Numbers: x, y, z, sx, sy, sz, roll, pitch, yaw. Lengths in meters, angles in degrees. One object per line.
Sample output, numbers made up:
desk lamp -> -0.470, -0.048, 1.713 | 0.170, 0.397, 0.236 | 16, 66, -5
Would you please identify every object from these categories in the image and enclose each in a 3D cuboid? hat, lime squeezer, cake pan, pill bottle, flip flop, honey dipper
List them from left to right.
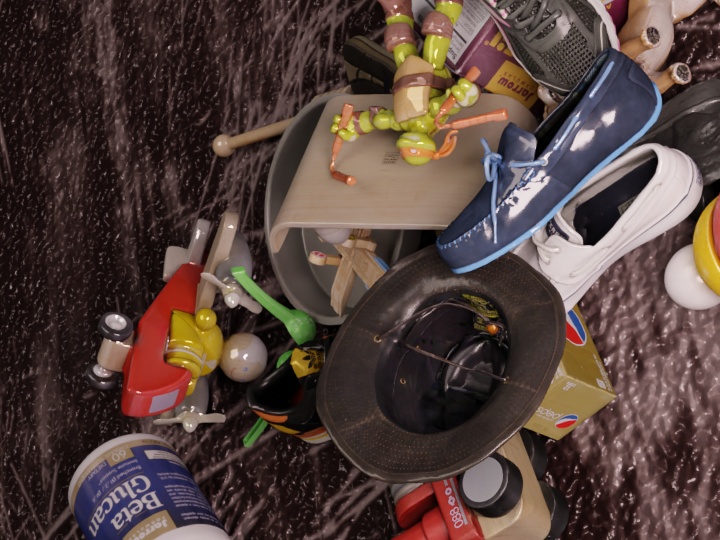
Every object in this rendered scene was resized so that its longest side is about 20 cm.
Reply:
pill bottle -> -0.174, 0.246, 1.720 | 0.111, 0.111, 0.200 | -54, 45, 15
lime squeezer -> -0.071, 0.076, 1.701 | 0.038, 0.070, 0.201 | 47, 148, 43
honey dipper -> -0.072, -0.137, 1.823 | 0.199, 0.038, 0.038 | -10, 67, 45
cake pan -> -0.012, -0.053, 1.696 | 0.200, 0.037, 0.202 | -2, 87, 52
flip flop -> 0.052, -0.148, 1.684 | 0.200, 0.057, 0.082 | 44, 145, 46
hat -> 0.067, 0.081, 1.429 | 0.199, 0.081, 0.202 | -11, 53, 15

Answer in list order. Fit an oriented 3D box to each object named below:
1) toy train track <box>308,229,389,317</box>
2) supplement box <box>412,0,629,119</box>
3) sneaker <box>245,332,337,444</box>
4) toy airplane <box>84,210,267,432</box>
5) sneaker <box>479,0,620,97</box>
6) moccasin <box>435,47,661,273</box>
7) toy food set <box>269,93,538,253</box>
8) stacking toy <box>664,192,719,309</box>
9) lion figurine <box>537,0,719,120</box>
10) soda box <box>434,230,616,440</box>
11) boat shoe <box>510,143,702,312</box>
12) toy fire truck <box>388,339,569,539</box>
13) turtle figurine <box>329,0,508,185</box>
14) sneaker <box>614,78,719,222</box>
toy train track -> 0.000, 0.000, 1.589 | 0.200, 0.032, 0.115 | 49, 126, 55
supplement box -> 0.150, -0.242, 1.571 | 0.200, 0.130, 0.103 | -53, 47, 17
sneaker -> -0.011, 0.081, 1.635 | 0.200, 0.090, 0.070 | -35, 52, 31
toy airplane -> -0.144, 0.051, 1.757 | 0.140, 0.200, 0.200 | 26, 84, 6
sneaker -> 0.111, -0.214, 1.457 | 0.080, 0.086, 0.201 | -44, 69, 22
moccasin -> 0.125, -0.084, 1.416 | 0.200, 0.068, 0.080 | -43, 22, -4
toy food set -> 0.034, -0.070, 1.563 | 0.199, 0.061, 0.144 | 2, 50, 26
stacking toy -> 0.283, -0.023, 1.376 | 0.200, 0.145, 0.147 | -30, 53, 54
lion figurine -> 0.221, -0.182, 1.515 | 0.200, 0.072, 0.122 | -52, 12, -27
soda box -> 0.127, 0.029, 1.533 | 0.064, 0.068, 0.201 | -40, 50, 26
boat shoe -> 0.157, -0.030, 1.439 | 0.200, 0.065, 0.074 | -41, 52, 21
toy fire truck -> 0.049, 0.176, 1.534 | 0.199, 0.128, 0.177 | -34, 52, 19
turtle figurine -> 0.053, -0.149, 1.501 | 0.199, 0.064, 0.163 | -15, 67, 50
sneaker -> 0.240, -0.069, 1.464 | 0.199, 0.060, 0.105 | -37, 48, 26
